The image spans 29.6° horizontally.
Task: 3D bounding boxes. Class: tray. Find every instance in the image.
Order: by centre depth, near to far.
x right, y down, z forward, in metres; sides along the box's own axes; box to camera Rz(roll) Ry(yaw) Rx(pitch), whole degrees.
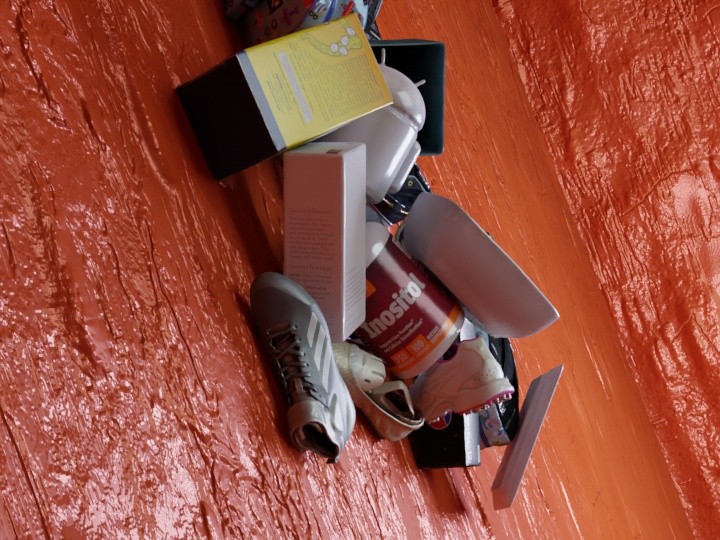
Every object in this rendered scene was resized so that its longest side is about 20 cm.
[{"bbox_3d":[0.217,0.221,1.823,0.107,0.022,0.202,117,-5,-76],"label":"tray"}]

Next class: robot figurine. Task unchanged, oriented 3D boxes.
[{"bbox_3d":[0.004,-0.160,1.629,0.169,0.202,0.112,35,-8,-41],"label":"robot figurine"}]

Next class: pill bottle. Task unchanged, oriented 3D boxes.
[{"bbox_3d":[0.018,0.020,1.577,0.200,0.113,0.113,45,23,-12],"label":"pill bottle"}]

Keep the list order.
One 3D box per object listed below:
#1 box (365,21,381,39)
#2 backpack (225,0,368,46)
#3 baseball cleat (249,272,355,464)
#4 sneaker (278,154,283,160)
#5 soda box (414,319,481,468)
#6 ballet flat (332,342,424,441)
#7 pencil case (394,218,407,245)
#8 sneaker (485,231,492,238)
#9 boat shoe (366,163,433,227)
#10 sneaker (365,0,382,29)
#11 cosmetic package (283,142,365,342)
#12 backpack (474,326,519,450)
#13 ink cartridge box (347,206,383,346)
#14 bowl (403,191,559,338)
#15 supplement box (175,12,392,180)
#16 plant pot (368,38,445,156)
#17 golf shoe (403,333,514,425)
[{"bbox_3d":[-0.055,-0.381,1.910,0.200,0.085,0.166,21,51,-66],"label":"box"},{"bbox_3d":[-0.076,-0.329,1.647,0.134,0.182,0.202,25,49,-38],"label":"backpack"},{"bbox_3d":[-0.058,0.101,1.374,0.201,0.069,0.107,62,18,-19],"label":"baseball cleat"},{"bbox_3d":[-0.076,-0.183,1.626,0.200,0.084,0.074,26,43,-67],"label":"sneaker"},{"bbox_3d":[0.108,0.149,1.731,0.063,0.070,0.203,18,69,-65],"label":"soda box"},{"bbox_3d":[0.013,0.128,1.562,0.200,0.062,0.068,49,28,-46],"label":"ballet flat"},{"bbox_3d":[0.084,-0.024,1.832,0.200,0.077,0.090,77,34,-81],"label":"pencil case"},{"bbox_3d":[0.148,0.003,1.844,0.076,0.076,0.200,62,21,-3],"label":"sneaker"},{"bbox_3d":[0.027,-0.131,1.860,0.200,0.090,0.072,42,31,-54],"label":"boat shoe"},{"bbox_3d":[0.007,-0.418,1.757,0.076,0.201,0.114,14,17,-37],"label":"sneaker"},{"bbox_3d":[-0.038,-0.032,1.460,0.102,0.073,0.203,-38,128,-73],"label":"cosmetic package"},{"bbox_3d":[0.154,0.156,1.847,0.201,0.152,0.164,-110,-178,-52],"label":"backpack"},{"bbox_3d":[0.000,0.000,1.706,0.200,0.046,0.200,33,41,-66],"label":"ink cartridge box"},{"bbox_3d":[0.130,0.004,1.628,0.200,0.075,0.200,45,-2,-13],"label":"bowl"},{"bbox_3d":[-0.079,-0.188,1.460,0.199,0.108,0.111,-29,97,-46],"label":"supplement box"},{"bbox_3d":[0.014,-0.238,1.787,0.200,0.139,0.143,-133,-139,-68],"label":"plant pot"},{"bbox_3d":[0.101,0.131,1.629,0.075,0.199,0.093,-20,88,-39],"label":"golf shoe"}]
